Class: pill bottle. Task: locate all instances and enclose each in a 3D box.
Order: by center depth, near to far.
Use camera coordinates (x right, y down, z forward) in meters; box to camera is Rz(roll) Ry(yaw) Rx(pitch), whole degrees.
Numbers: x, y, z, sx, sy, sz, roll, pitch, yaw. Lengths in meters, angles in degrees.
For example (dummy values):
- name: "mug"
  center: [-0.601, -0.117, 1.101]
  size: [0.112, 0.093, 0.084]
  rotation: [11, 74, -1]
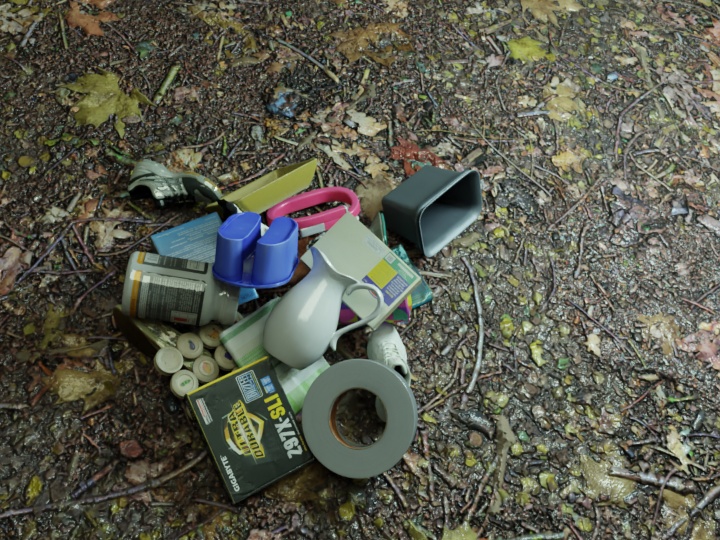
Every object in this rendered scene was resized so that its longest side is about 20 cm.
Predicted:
- name: "pill bottle"
  center: [-0.319, 0.037, 1.381]
  size: [0.198, 0.117, 0.118]
  rotation: [10, 56, -13]

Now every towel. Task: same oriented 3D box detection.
- name: "towel"
  center: [-0.151, 0.166, 1.430]
  size: [0.149, 0.031, 0.201]
  rotation: [-33, 85, -30]
- name: "towel"
  center: [0.035, 0.033, 1.579]
  size: [0.198, 0.022, 0.148]
  rotation: [-19, 63, -21]

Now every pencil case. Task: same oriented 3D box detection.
- name: "pencil case"
  center: [0.000, 0.064, 1.484]
  size: [0.197, 0.089, 0.089]
  rotation: [-2, 57, 8]

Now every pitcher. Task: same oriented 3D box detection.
- name: "pitcher"
  center: [-0.069, 0.084, 1.376]
  size: [0.171, 0.121, 0.201]
  rotation: [31, 88, 14]

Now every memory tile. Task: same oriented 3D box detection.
- name: "memory tile"
  center: [-0.260, 0.168, 1.396]
  size: [0.199, 0.017, 0.154]
  rotation: [-31, 83, -39]

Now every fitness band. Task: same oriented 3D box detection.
- name: "fitness band"
  center: [-0.098, -0.125, 1.603]
  size: [0.198, 0.038, 0.144]
  rotation: [-18, 31, -17]

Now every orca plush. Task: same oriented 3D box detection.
- name: "orca plush"
  center: [-0.216, -0.063, 1.503]
  size: [0.104, 0.200, 0.072]
  rotation: [6, 69, 13]

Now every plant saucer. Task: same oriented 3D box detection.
- name: "plant saucer"
  center: [-0.199, -0.158, 1.582]
  size: [0.199, 0.199, 0.049]
  rotation: [-31, 105, -26]

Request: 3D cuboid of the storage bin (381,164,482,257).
- name: "storage bin"
  center: [0.148, -0.134, 1.651]
  size: [0.134, 0.147, 0.199]
  rotation: [26, 52, 39]

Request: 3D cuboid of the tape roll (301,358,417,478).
- name: "tape roll"
  center: [0.000, 0.256, 1.348]
  size: [0.198, 0.066, 0.203]
  rotation: [-1, 83, 9]

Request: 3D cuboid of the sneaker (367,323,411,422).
- name: "sneaker"
  center: [0.063, 0.176, 1.446]
  size: [0.077, 0.100, 0.202]
  rotation: [-3, 59, -13]

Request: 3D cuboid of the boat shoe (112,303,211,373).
- name: "boat shoe"
  center: [-0.367, 0.124, 1.420]
  size: [0.199, 0.073, 0.063]
  rotation: [39, 52, 1]

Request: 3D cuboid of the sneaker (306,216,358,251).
- name: "sneaker"
  center: [-0.050, -0.052, 1.583]
  size: [0.074, 0.082, 0.200]
  rotation: [-5, 26, 25]

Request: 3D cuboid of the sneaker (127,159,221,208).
- name: "sneaker"
  center: [-0.386, -0.159, 1.595]
  size: [0.198, 0.076, 0.088]
  rotation: [14, 62, 12]

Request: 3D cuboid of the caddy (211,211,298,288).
- name: "caddy"
  center: [-0.184, -0.028, 1.372]
  size: [0.140, 0.106, 0.200]
  rotation: [8, 21, 5]

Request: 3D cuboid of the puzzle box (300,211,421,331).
- name: "puzzle box"
  center: [0.000, 0.000, 1.447]
  size: [0.133, 0.025, 0.200]
  rotation: [-43, 72, -10]

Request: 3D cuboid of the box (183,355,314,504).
- name: "box"
  center: [-0.192, 0.272, 1.330]
  size: [0.158, 0.049, 0.202]
  rotation: [-22, 85, -25]

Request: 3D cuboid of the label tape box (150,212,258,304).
- name: "label tape box"
  center: [-0.305, 0.003, 1.506]
  size: [0.142, 0.066, 0.201]
  rotation: [-22, 73, -23]

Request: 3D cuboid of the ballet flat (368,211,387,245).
- name: "ballet flat"
  center: [0.034, -0.034, 1.573]
  size: [0.063, 0.068, 0.202]
  rotation: [-11, 59, -3]
